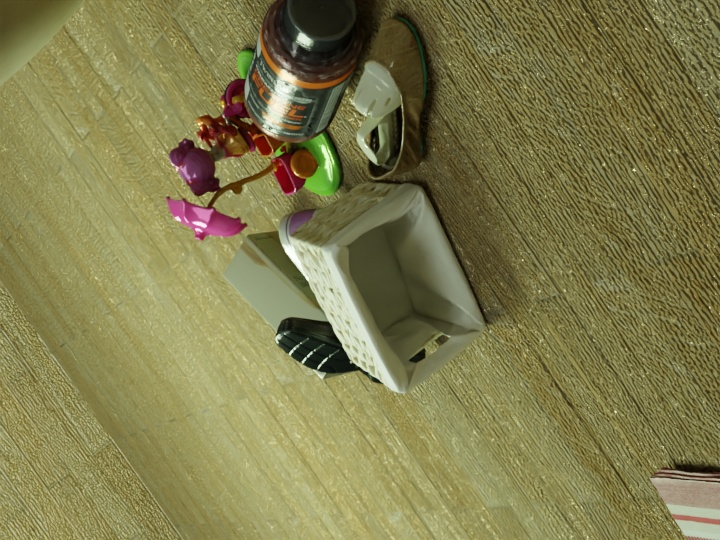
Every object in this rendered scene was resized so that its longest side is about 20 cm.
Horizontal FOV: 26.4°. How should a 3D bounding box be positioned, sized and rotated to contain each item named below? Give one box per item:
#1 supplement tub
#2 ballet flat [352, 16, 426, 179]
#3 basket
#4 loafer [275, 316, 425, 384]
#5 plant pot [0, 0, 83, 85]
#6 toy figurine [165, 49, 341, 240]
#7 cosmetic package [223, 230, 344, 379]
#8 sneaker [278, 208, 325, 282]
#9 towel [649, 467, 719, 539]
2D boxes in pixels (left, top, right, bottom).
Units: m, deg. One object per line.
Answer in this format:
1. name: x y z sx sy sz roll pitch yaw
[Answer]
1. supplement tub: -0.058 -0.219 1.576 0.107 0.107 0.200 49 157 9
2. ballet flat: 0.025 -0.162 1.540 0.068 0.072 0.201 41 154 26
3. basket: 0.027 0.011 1.710 0.123 0.135 0.201 22 142 58
4. loafer: -0.011 0.082 1.828 0.198 0.073 0.073 17 148 -28
5. plant pot: -0.443 -0.368 1.990 0.187 0.199 0.188 43 156 24
6. toy figurine: -0.150 -0.126 1.788 0.201 0.183 0.150 58 157 -10
7. cosmetic package: -0.069 0.040 1.953 0.200 0.105 0.071 44 116 20
8. sneaker: 0.000 0.000 1.827 0.113 0.073 0.201 -12 137 35
9. towel: 0.387 0.282 1.539 0.201 0.023 0.144 58 155 -13
